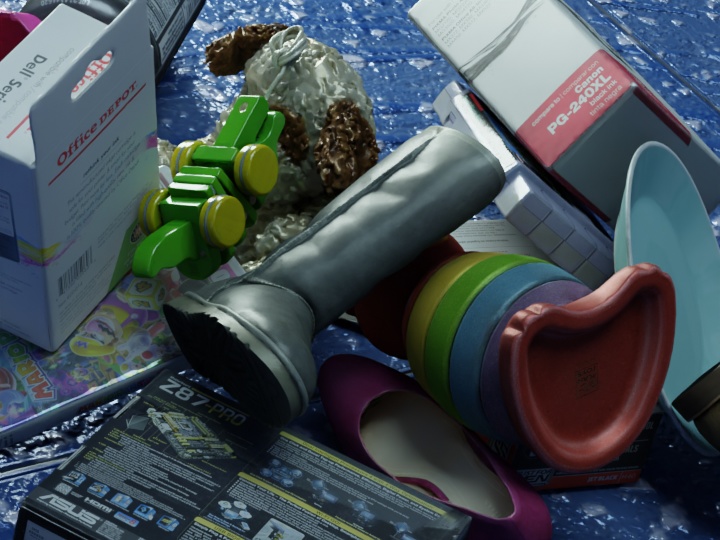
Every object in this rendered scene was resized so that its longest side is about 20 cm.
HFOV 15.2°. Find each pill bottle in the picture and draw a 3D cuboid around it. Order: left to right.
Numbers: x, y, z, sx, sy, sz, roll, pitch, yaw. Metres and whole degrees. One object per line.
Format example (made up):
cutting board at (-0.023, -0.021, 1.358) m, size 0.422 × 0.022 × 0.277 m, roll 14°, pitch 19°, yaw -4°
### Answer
pill bottle at (-0.177, -0.164, 1.836) m, size 0.106 × 0.106 × 0.200 m, roll 18°, pitch 34°, yaw 3°

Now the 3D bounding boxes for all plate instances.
plate at (0.194, 0.019, 1.686) m, size 0.025 × 0.201 × 0.200 m, roll -13°, pitch 26°, yaw 23°

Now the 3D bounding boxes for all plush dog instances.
plush dog at (-0.041, -0.062, 1.687) m, size 0.160 × 0.172 × 0.200 m, roll -12°, pitch 42°, yaw -35°

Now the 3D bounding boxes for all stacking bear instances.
stacking bear at (0.072, 0.033, 1.563) m, size 0.121 × 0.114 × 0.200 m, roll -20°, pitch 29°, yaw -32°

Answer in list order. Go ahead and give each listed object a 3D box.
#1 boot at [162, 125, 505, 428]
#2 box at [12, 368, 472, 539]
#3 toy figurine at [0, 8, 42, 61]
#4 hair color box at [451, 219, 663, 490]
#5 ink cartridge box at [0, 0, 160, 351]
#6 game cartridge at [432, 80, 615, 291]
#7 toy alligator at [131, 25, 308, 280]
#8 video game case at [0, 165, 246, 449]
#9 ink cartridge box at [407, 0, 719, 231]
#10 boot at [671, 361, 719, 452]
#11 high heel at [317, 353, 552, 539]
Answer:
boot at (0.000, -0.002, 1.513) m, size 0.200 × 0.073 × 0.182 m, roll -27°, pitch 25°, yaw -14°
box at (-0.062, 0.144, 1.446) m, size 0.200 × 0.049 × 0.161 m, roll 25°, pitch 36°, yaw 14°
toy figurine at (-0.258, -0.088, 1.602) m, size 0.183 × 0.150 × 0.200 m, roll -11°, pitch 39°, yaw 4°
hair color box at (0.096, 0.050, 1.685) m, size 0.101 × 0.061 × 0.200 m, roll -2°, pitch 37°, yaw -26°
ink cartridge box at (-0.173, -0.065, 1.523) m, size 0.067 × 0.200 × 0.117 m, roll 26°, pitch 52°, yaw 19°
game cartridge at (0.119, -0.049, 1.770) m, size 0.130 × 0.038 × 0.200 m, roll 44°, pitch 9°, yaw -27°
toy alligator at (-0.072, -0.057, 1.590) m, size 0.059 × 0.054 × 0.200 m, roll 6°, pitch 50°, yaw 35°
video game case at (-0.170, 0.022, 1.592) m, size 0.200 × 0.018 × 0.143 m, roll -23°, pitch 53°, yaw -20°
ink cartridge box at (0.140, -0.116, 1.798) m, size 0.145 × 0.083 × 0.200 m, roll 35°, pitch 13°, yaw -45°
boot at (0.270, 0.061, 1.651) m, size 0.076 × 0.074 × 0.200 m, roll 50°, pitch 49°, yaw 5°
high heel at (0.036, 0.102, 1.550) m, size 0.067 × 0.096 × 0.200 m, roll -36°, pitch 60°, yaw -7°
